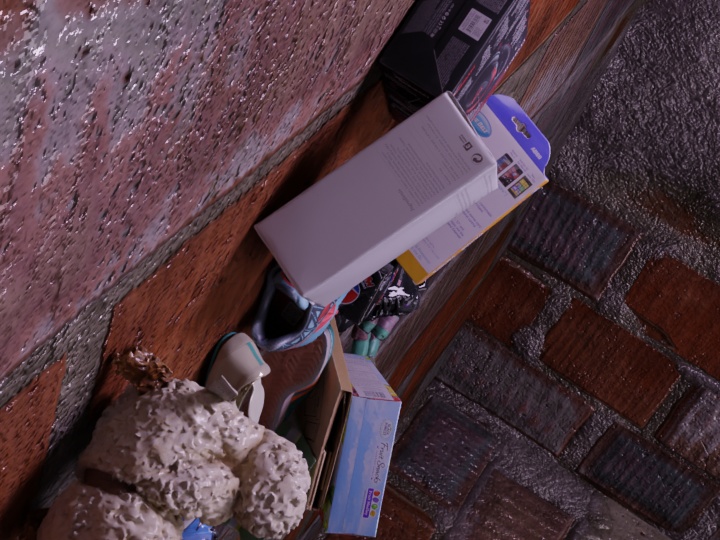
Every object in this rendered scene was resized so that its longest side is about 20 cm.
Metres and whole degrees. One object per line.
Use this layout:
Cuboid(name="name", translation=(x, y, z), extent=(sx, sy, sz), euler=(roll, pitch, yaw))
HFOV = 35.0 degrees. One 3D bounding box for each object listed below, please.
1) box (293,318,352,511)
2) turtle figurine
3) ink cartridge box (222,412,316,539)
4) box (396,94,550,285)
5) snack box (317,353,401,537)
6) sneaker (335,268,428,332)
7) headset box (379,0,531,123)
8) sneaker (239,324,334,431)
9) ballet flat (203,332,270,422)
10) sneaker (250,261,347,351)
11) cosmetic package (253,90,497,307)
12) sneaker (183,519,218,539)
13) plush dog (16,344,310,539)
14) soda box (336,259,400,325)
Cuboid(name="box", translation=(-0.048, 0.161, 1.360), extent=(0.200, 0.021, 0.164), euler=(-107, -152, -64))
Cuboid(name="turtle figurine", translation=(-0.020, 0.138, 1.599), extent=(0.200, 0.101, 0.150), euler=(-62, 171, -4))
Cuboid(name="ink cartridge box", translation=(-0.121, 0.244, 1.359), extent=(0.146, 0.048, 0.200), euler=(-57, -169, 1))
Cuboid(name="box", translation=(0.101, -0.092, 1.200), extent=(0.200, 0.119, 0.041), euler=(-39, 174, 8))
Cuboid(name="snack box", translation=(-0.015, 0.204, 1.388), extent=(0.200, 0.068, 0.169), euler=(-136, -125, -73))
Cuboid(name="sneaker", translation=(0.034, 0.029, 1.517), extent=(0.200, 0.087, 0.076), euler=(-46, 166, -48))
Cuboid(name="headset box", translation=(0.094, -0.208, 1.093), extent=(0.149, 0.075, 0.200), euler=(-56, 170, -4))
Cuboid(name="sneaker", translation=(-0.076, 0.105, 1.287), extent=(0.080, 0.071, 0.200), euler=(-47, 175, -48))
Cuboid(name="ballet flat", translation=(-0.135, 0.146, 1.124), extent=(0.069, 0.069, 0.200), euler=(-46, 165, -49))
Cuboid(name="sneaker", translation=(-0.040, 0.003, 1.098), extent=(0.200, 0.079, 0.096), euler=(-61, 168, 20))
Cuboid(name="cosmetic package", translation=(0.018, -0.056, 0.994), extent=(0.200, 0.081, 0.113), euler=(-33, 170, 1))
Cuboid(name="sneaker", translation=(-0.182, 0.275, 1.229), extent=(0.200, 0.089, 0.079), euler=(-51, 170, -32))
Cuboid(name="plush dog", translation=(-0.163, 0.166, 0.839), extent=(0.172, 0.200, 0.161), euler=(-63, 141, -27))
Cuboid(name="soda box", translation=(0.000, 0.000, 1.249), extent=(0.063, 0.071, 0.200), euler=(-61, 176, 12))
